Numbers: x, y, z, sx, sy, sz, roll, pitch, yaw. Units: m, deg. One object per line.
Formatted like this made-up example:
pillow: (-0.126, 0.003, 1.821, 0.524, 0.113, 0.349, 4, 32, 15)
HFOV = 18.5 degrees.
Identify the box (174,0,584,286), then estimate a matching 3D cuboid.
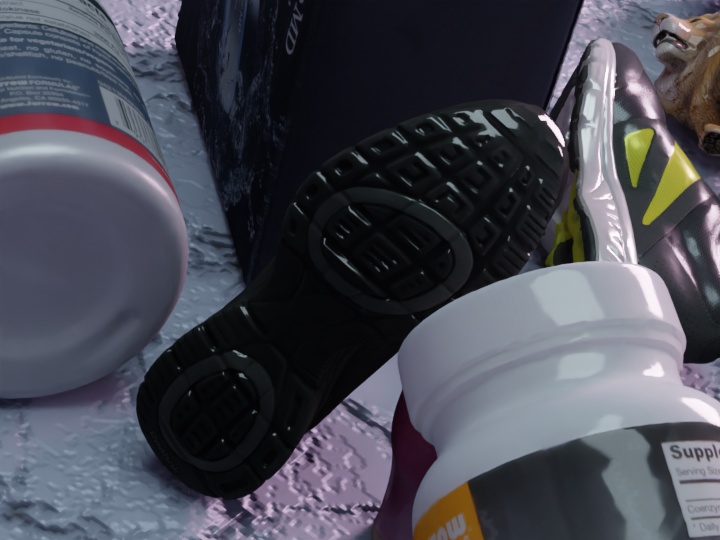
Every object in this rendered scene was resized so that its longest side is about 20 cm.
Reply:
box: (0.004, -0.125, 0.968, 0.117, 0.197, 0.200, 2, 38, -19)

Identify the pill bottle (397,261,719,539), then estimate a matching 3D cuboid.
pill bottle: (0.080, 0.106, 0.700, 0.116, 0.116, 0.200, -3, 64, -26)

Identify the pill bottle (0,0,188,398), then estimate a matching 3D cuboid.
pill bottle: (-0.146, -0.056, 0.880, 0.119, 0.120, 0.200, 1, 37, -21)

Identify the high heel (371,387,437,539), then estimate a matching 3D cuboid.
high heel: (0.103, 0.094, 0.797, 0.200, 0.096, 0.067, 26, 36, 13)

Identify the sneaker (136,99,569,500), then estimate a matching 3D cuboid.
sneaker: (0.000, 0.000, 0.810, 0.076, 0.200, 0.091, 51, 29, -2)

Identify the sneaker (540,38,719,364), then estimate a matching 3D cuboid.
sneaker: (0.126, -0.025, 1.004, 0.084, 0.075, 0.200, 16, 44, -11)

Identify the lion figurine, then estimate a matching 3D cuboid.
lion figurine: (0.228, -0.097, 1.075, 0.200, 0.073, 0.123, -10, 35, 33)
